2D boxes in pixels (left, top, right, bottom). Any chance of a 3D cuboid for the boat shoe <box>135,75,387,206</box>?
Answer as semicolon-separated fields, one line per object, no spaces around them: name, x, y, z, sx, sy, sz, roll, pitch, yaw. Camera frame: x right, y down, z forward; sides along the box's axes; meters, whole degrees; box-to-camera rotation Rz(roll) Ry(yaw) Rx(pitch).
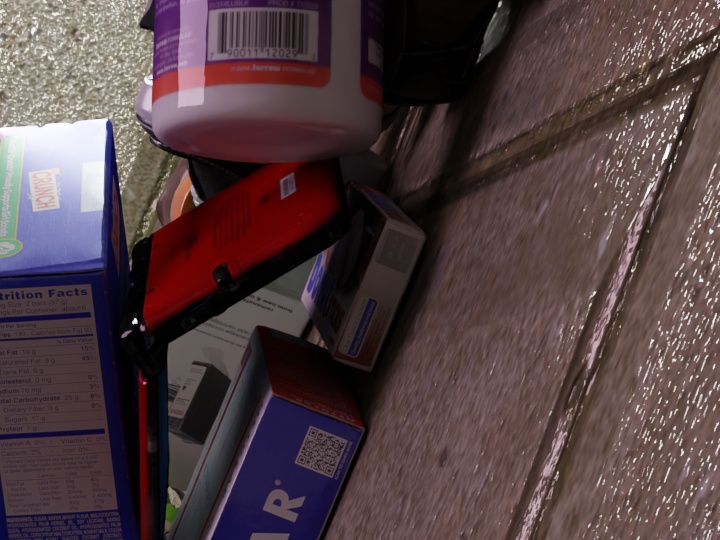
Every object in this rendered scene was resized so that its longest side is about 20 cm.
boat shoe;-0.056;-0.051;1.566;0.200;0.072;0.071;18;-78;-54

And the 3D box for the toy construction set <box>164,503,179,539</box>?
toy construction set;-0.155;0.210;1.783;0.131;0.092;0.200;91;-163;-63

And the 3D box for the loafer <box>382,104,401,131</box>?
loafer;0.021;-0.163;1.611;0.063;0.072;0.200;119;168;-51

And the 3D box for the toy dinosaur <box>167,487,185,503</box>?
toy dinosaur;-0.190;0.116;1.887;0.200;0.105;0.182;50;-147;-64

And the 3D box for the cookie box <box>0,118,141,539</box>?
cookie box;-0.151;0.049;1.479;0.171;0.075;0.200;-96;2;-63

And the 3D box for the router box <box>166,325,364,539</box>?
router box;-0.063;0.140;1.439;0.180;0.049;0.200;-112;45;-79

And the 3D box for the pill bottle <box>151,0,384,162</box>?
pill bottle;-0.043;-0.159;1.409;0.111;0.111;0.200;140;132;-75

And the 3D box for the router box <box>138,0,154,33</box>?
router box;-0.039;-0.217;1.661;0.149;0.051;0.200;0;-67;-66

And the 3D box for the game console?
game console;-0.058;0.039;1.435;0.172;0.119;0.200;-31;13;4

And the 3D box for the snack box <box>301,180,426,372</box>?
snack box;0.000;0.000;1.480;0.200;0.024;0.072;-127;58;-81

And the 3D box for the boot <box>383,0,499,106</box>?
boot;0.048;-0.122;1.414;0.200;0.075;0.097;-146;56;-78

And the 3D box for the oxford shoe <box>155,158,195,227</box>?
oxford shoe;-0.044;-0.094;1.673;0.200;0.071;0.073;-44;27;-10

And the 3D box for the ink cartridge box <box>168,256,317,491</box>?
ink cartridge box;-0.083;0.021;1.791;0.144;0.084;0.200;-76;11;-45
